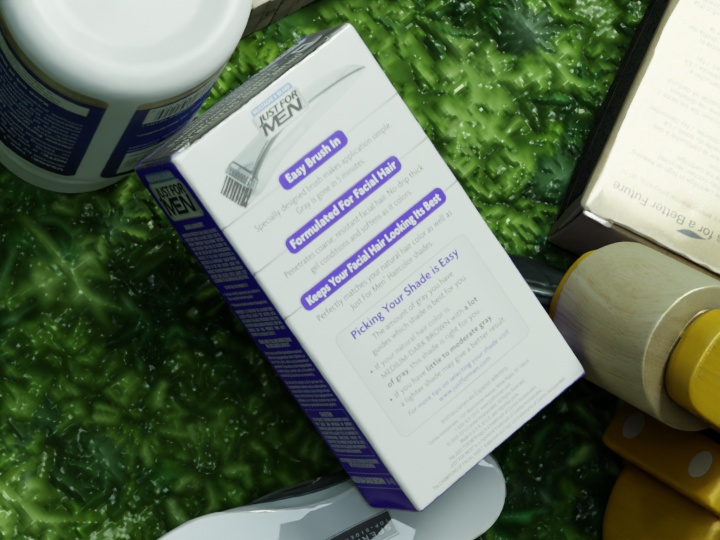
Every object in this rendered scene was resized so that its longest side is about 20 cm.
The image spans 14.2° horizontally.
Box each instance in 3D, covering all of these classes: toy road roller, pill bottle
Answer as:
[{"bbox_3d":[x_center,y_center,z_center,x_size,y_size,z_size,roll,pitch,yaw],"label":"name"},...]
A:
[{"bbox_3d":[0.162,0.094,1.377,0.200,0.123,0.146,35,87,-32],"label":"toy road roller"},{"bbox_3d":[-0.122,-0.107,1.340,0.115,0.200,0.116,4,75,-13],"label":"pill bottle"}]

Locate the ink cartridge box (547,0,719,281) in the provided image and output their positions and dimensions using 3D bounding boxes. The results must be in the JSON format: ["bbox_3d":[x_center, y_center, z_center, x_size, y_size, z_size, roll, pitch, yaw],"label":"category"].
[{"bbox_3d":[0.218,-0.047,1.468,0.200,0.075,0.165,28,74,-6],"label":"ink cartridge box"}]

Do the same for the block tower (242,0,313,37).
[{"bbox_3d":[-0.021,-0.171,1.455,0.200,0.058,0.054,-29,83,-17],"label":"block tower"}]

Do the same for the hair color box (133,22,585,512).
[{"bbox_3d":[0.000,0.000,1.330,0.109,0.065,0.200,-38,103,-19],"label":"hair color box"}]

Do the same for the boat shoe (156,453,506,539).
[{"bbox_3d":[-0.025,0.134,1.379,0.199,0.057,0.069,-19,90,-16],"label":"boat shoe"}]

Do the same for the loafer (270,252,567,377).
[{"bbox_3d":[0.047,0.028,1.423,0.199,0.073,0.073,9,100,-12],"label":"loafer"}]
